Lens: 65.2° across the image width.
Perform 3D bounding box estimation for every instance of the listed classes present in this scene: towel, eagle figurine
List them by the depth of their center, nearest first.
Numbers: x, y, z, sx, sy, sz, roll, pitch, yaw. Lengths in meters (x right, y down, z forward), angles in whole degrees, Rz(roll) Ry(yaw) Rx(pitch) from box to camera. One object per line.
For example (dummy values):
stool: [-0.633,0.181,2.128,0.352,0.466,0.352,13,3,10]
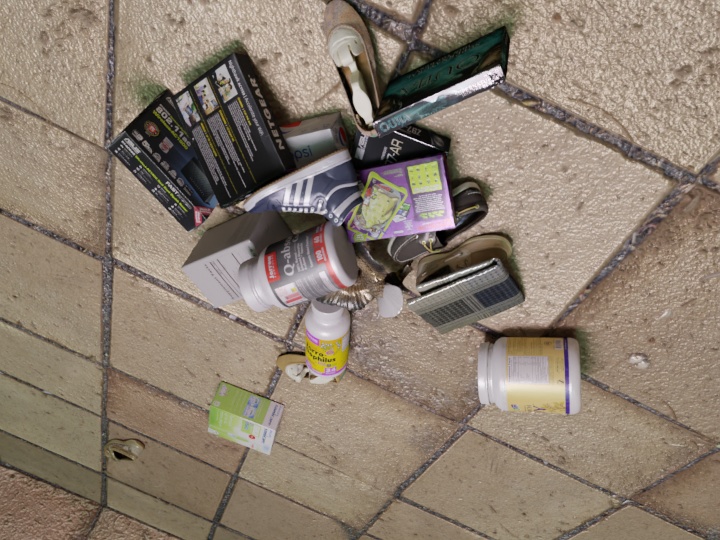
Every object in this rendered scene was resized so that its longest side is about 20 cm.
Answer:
towel: [0.200,0.051,1.072,0.195,0.036,0.192,-24,147,21]
eagle figurine: [-0.003,-0.001,1.083,0.194,0.157,0.150,19,164,-21]

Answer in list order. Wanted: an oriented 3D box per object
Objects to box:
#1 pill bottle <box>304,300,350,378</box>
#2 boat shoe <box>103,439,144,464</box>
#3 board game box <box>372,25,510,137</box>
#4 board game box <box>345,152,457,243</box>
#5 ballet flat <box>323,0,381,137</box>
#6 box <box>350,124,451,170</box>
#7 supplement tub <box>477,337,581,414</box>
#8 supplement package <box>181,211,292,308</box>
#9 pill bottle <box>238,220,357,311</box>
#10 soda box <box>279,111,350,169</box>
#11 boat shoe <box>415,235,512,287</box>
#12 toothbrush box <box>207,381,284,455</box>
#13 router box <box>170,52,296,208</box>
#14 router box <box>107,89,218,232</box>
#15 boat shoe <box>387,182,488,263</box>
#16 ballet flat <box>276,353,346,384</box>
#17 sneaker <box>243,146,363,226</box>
pill bottle: [-0.074,0.138,1.251,0.100,0.106,0.205,11,133,8]
boat shoe: [-0.847,0.641,1.985,0.195,0.064,0.074,-18,124,31]
board game box: [0.116,-0.270,0.805,0.195,0.137,0.028,-17,125,30]
board game box: [0.058,-0.119,0.946,0.193,0.032,0.124,-6,105,24]
ballet flat: [-0.006,-0.298,0.839,0.066,0.068,0.205,-17,109,19]
box: [0.052,-0.162,0.985,0.155,0.044,0.203,21,134,0]
supplement tub: [0.343,0.211,1.145,0.193,0.148,0.149,-2,130,20]
supplement package: [-0.242,-0.027,1.150,0.195,0.123,0.121,-17,125,31]
pill bottle: [-0.111,-0.001,0.996,0.194,0.118,0.118,-20,124,18]
soda box: [-0.119,-0.213,0.983,0.193,0.064,0.070,-6,127,24]
boat shoe: [0.191,-0.006,1.060,0.195,0.066,0.073,-17,124,30]
toothbrush box: [-0.326,0.422,1.601,0.194,0.088,0.148,20,134,-1]
router box: [-0.212,-0.230,0.942,0.146,0.051,0.206,-22,95,23]
router box: [-0.327,-0.196,1.009,0.061,0.152,0.201,-21,122,32]
boat shoe: [0.133,-0.071,0.983,0.199,0.062,0.071,-37,139,20]
ballet flat: [-0.131,0.247,1.394,0.193,0.064,0.070,-3,130,21]
sneaker: [-0.089,-0.110,0.921,0.195,0.070,0.111,-24,101,7]
